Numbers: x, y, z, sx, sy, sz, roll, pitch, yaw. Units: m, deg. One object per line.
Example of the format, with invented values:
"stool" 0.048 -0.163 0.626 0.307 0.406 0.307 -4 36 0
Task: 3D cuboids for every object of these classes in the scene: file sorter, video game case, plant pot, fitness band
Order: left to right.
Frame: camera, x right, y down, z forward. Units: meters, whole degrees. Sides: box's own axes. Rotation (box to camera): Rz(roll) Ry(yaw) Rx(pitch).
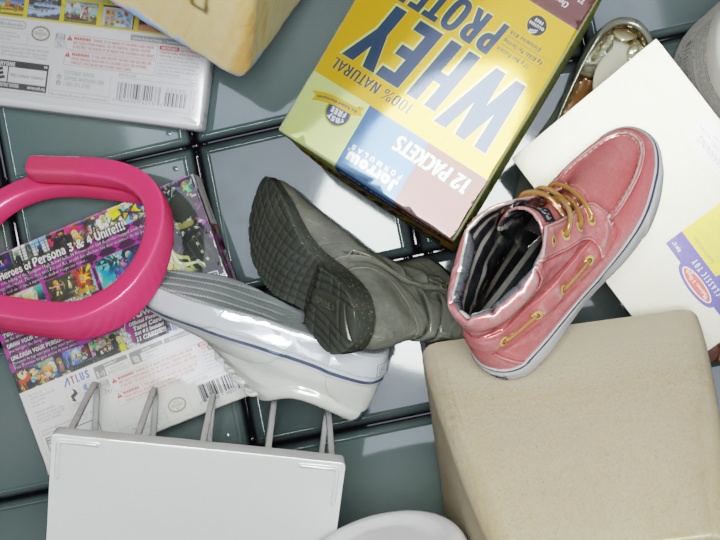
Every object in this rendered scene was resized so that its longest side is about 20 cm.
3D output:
"fitness band" -0.232 -0.019 0.769 0.197 0.038 0.146 5 62 23
"video game case" -0.212 -0.217 0.823 0.196 0.023 0.186 7 90 5
"video game case" -0.191 0.044 0.813 0.197 0.036 0.184 -22 88 3
"file sorter" -0.118 0.169 0.743 0.196 0.125 0.141 7 106 -4
"plant pot" 0.154 0.170 0.680 0.196 0.178 0.203 -8 120 4

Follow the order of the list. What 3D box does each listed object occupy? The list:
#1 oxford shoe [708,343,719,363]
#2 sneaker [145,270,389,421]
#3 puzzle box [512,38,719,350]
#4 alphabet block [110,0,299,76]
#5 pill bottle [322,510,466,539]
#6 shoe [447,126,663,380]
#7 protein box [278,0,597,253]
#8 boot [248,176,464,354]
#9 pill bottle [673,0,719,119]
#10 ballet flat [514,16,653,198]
"oxford shoe" 0.238 -0.023 0.766 0.071 0.071 0.204 -12 90 6
"sneaker" -0.078 0.060 0.754 0.197 0.073 0.072 21 108 9
"puzzle box" 0.220 -0.044 0.724 0.132 0.025 0.201 -38 88 16
"alphabet block" -0.108 -0.300 0.697 0.194 0.200 0.197 29 66 2
"pill bottle" 0.035 0.275 0.663 0.114 0.116 0.204 -13 103 4
"shoe" 0.130 -0.028 0.653 0.071 0.091 0.201 30 79 32
"protein box" 0.062 -0.137 0.714 0.134 0.199 0.202 32 92 5
"boot" 0.000 0.000 0.778 0.129 0.200 0.069 2 124 -35
"pill bottle" 0.294 -0.151 0.697 0.112 0.200 0.117 0 90 4
"ballet flat" 0.170 -0.101 0.774 0.066 0.064 0.203 22 92 4
